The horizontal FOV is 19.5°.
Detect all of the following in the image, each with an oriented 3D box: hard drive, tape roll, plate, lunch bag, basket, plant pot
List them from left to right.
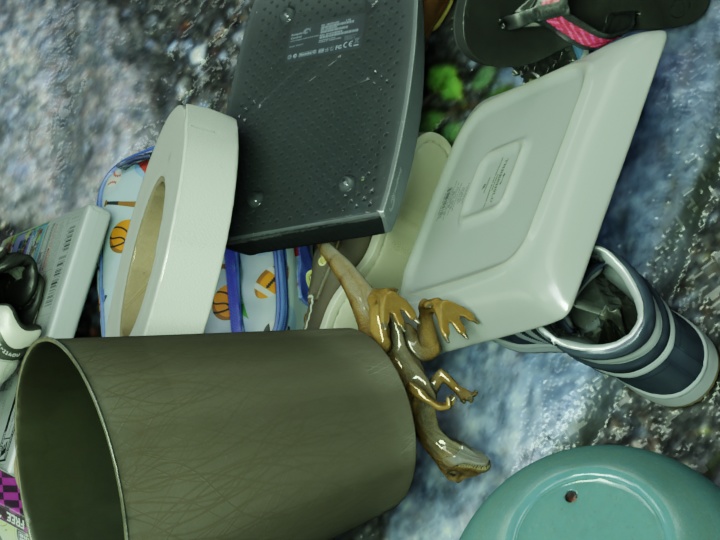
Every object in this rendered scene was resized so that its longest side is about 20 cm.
[{"bbox_3d":[-0.121,-0.004,1.318,0.203,0.037,0.204,-165,90,-77],"label":"tape roll"},{"bbox_3d":[-0.104,-0.010,1.453,0.159,0.075,0.201,-18,62,24],"label":"lunch bag"},{"bbox_3d":[-0.079,0.106,1.202,0.136,0.199,0.182,15,114,55],"label":"basket"},{"bbox_3d":[-0.021,-0.102,1.344,0.134,0.042,0.201,-9,54,25],"label":"hard drive"},{"bbox_3d":[0.091,-0.048,1.289,0.200,0.032,0.201,-20,45,59],"label":"plate"},{"bbox_3d":[0.132,0.175,1.137,0.198,0.135,0.201,-6,60,10],"label":"plant pot"}]

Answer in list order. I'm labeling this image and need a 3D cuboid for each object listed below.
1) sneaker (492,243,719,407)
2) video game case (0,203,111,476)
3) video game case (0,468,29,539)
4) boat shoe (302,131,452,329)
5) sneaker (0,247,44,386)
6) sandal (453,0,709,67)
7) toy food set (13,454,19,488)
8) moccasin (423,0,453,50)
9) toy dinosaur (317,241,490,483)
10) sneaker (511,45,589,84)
[{"bbox_3d":[0.115,0.015,1.271,0.199,0.108,0.070,23,84,38],"label":"sneaker"},{"bbox_3d":[-0.246,0.060,1.497,0.182,0.022,0.201,-15,57,60],"label":"video game case"},{"bbox_3d":[-0.262,0.210,1.426,0.199,0.036,0.183,21,123,38],"label":"video game case"},{"bbox_3d":[0.000,0.000,1.382,0.059,0.072,0.201,9,74,44],"label":"boat shoe"},{"bbox_3d":[-0.257,0.012,1.470,0.088,0.076,0.200,-41,35,15],"label":"sneaker"},{"bbox_3d":[0.144,-0.170,1.285,0.045,0.199,0.076,20,119,57],"label":"sandal"},{"bbox_3d":[-0.122,0.136,1.336,0.198,0.198,0.049,-118,34,-61],"label":"toy food set"},{"bbox_3d":[0.014,-0.164,1.445,0.073,0.078,0.202,26,82,23],"label":"moccasin"},{"bbox_3d":[0.014,0.038,1.270,0.201,0.060,0.106,62,149,15],"label":"toy dinosaur"},{"bbox_3d":[0.107,-0.203,1.375,0.072,0.072,0.201,-35,78,56],"label":"sneaker"}]
